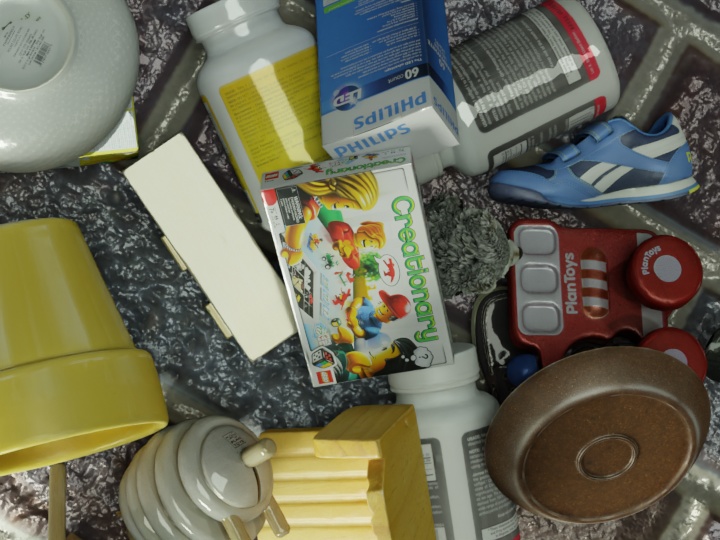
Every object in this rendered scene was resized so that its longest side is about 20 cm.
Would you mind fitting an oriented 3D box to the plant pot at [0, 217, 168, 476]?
[{"bbox_3d":[-0.279,0.063,1.418,0.201,0.201,0.189,-13,82,-7],"label":"plant pot"}]

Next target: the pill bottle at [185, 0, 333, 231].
[{"bbox_3d":[-0.074,-0.143,1.464,0.112,0.112,0.200,-25,98,-6],"label":"pill bottle"}]

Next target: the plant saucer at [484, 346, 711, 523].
[{"bbox_3d":[0.207,0.151,1.440,0.200,0.035,0.200,-6,130,-7],"label":"plant saucer"}]

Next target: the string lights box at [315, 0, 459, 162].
[{"bbox_3d":[0.020,-0.183,1.429,0.103,0.059,0.200,-18,53,20],"label":"string lights box"}]

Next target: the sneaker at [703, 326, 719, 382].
[{"bbox_3d":[0.364,0.068,1.528,0.080,0.200,0.086,9,78,25],"label":"sneaker"}]

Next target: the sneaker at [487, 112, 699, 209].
[{"bbox_3d":[0.208,-0.097,1.532,0.200,0.074,0.082,-7,95,-16],"label":"sneaker"}]

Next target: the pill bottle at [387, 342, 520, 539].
[{"bbox_3d":[0.077,0.170,1.510,0.111,0.111,0.200,-9,96,-8],"label":"pill bottle"}]

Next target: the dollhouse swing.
[{"bbox_3d":[-0.031,0.230,1.436,0.176,0.182,0.200,-7,96,16],"label":"dollhouse swing"}]

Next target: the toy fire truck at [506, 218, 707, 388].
[{"bbox_3d":[0.211,0.054,1.503,0.168,0.112,0.200,2,75,-5],"label":"toy fire truck"}]

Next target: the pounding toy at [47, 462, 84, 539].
[{"bbox_3d":[-0.250,0.305,1.450,0.142,0.184,0.200,36,89,-21],"label":"pounding toy"}]

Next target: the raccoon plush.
[{"bbox_3d":[0.040,-0.004,1.479,0.200,0.134,0.097,-18,96,-7],"label":"raccoon plush"}]

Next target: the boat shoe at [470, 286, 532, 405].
[{"bbox_3d":[0.153,0.112,1.539,0.072,0.065,0.200,-14,97,-11],"label":"boat shoe"}]

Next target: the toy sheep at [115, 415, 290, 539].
[{"bbox_3d":[-0.135,0.192,1.456,0.200,0.138,0.138,-33,100,34],"label":"toy sheep"}]

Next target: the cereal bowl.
[{"bbox_3d":[-0.283,-0.185,1.400,0.200,0.083,0.200,1,83,-7],"label":"cereal bowl"}]

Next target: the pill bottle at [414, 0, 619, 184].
[{"bbox_3d":[0.116,-0.152,1.485,0.200,0.111,0.111,-26,97,-5],"label":"pill bottle"}]

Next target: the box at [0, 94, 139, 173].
[{"bbox_3d":[-0.297,-0.144,1.458,0.200,0.048,0.117,-6,86,-10],"label":"box"}]

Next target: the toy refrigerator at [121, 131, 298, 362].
[{"bbox_3d":[-0.131,-0.020,1.484,0.070,0.076,0.200,-35,99,-5],"label":"toy refrigerator"}]

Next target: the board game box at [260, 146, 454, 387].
[{"bbox_3d":[0.000,0.000,1.415,0.126,0.035,0.200,-10,120,7],"label":"board game box"}]
